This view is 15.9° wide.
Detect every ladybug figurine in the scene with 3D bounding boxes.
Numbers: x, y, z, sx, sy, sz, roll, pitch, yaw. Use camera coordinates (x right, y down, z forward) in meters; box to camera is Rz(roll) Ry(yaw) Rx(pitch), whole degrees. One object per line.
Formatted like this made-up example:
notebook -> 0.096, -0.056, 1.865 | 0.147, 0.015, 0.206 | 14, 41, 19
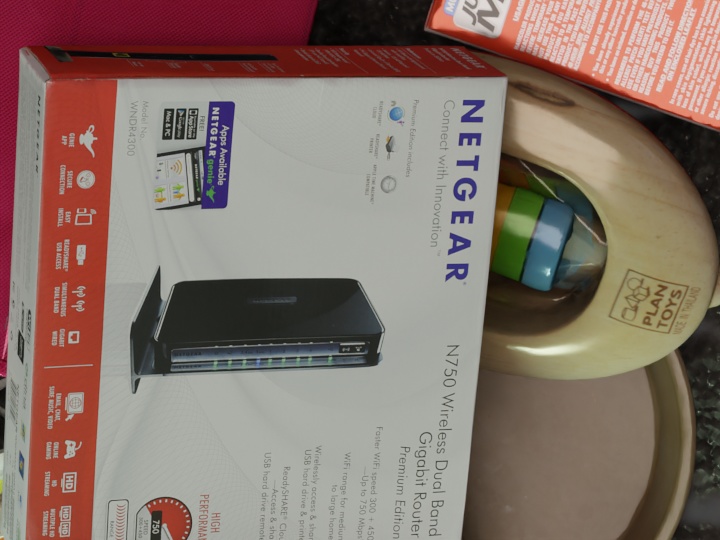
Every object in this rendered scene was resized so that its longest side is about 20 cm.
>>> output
ladybug figurine -> 0.058, -0.028, 1.067 | 0.199, 0.072, 0.136 | 23, 121, 4

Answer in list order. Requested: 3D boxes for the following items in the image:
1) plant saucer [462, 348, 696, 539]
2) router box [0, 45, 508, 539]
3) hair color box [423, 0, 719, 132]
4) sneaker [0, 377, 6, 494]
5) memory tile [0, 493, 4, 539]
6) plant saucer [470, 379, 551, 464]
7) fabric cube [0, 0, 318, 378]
plant saucer -> 0.048, 0.071, 1.141 | 0.199, 0.029, 0.201 | 1, 97, 7
router box -> -0.043, 0.014, 0.986 | 0.179, 0.049, 0.201 | -2, 109, -19
hair color box -> 0.135, -0.099, 1.099 | 0.199, 0.111, 0.064 | 21, 99, 6
sneaker -> -0.173, 0.104, 1.170 | 0.200, 0.078, 0.090 | -32, 130, -21
memory tile -> -0.078, 0.163, 1.141 | 0.153, 0.017, 0.200 | -13, 125, 9
plant saucer -> 0.000, 0.000, 1.169 | 0.200, 0.034, 0.201 | 1, 97, 9
fabric cube -> -0.153, -0.073, 1.064 | 0.199, 0.196, 0.200 | 11, 98, -24
